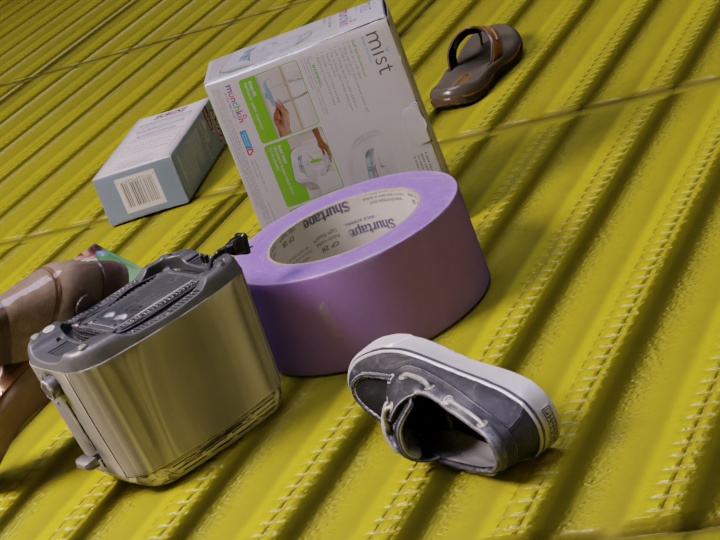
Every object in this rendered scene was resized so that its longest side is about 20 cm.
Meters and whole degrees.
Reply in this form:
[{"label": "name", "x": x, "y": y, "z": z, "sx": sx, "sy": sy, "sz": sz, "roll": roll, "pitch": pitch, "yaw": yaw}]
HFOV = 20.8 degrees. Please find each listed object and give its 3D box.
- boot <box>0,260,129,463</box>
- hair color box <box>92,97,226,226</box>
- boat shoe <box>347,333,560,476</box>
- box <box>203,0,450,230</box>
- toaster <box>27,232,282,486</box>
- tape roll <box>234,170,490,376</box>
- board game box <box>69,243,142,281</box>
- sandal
[{"label": "boot", "x": -0.249, "y": 0.081, "z": 1.562, "sx": 0.145, "sy": 0.201, "sz": 0.070, "roll": -18, "pitch": 50, "yaw": -34}, {"label": "hair color box", "x": -0.224, "y": -0.125, "z": 2.217, "sx": 0.098, "sy": 0.061, "sz": 0.200, "roll": -16, "pitch": 21, "yaw": 16}, {"label": "boat shoe", "x": 0.045, "y": 0.097, "z": 1.321, "sx": 0.068, "sy": 0.072, "sz": 0.199, "roll": -31, "pitch": 28, "yaw": -30}, {"label": "box", "x": -0.023, "y": -0.117, "z": 1.760, "sx": 0.175, "sy": 0.201, "sz": 0.097, "roll": -21, "pitch": 19, "yaw": 5}, {"label": "toaster", "x": -0.145, "y": 0.072, "z": 1.491, "sx": 0.199, "sy": 0.130, "sz": 0.113, "roll": -34, "pitch": 23, "yaw": -30}, {"label": "tape roll", "x": 0.000, "y": 0.000, "z": 1.599, "sx": 0.198, "sy": 0.086, "sz": 0.200, "roll": -19, "pitch": 18, "yaw": 7}, {"label": "board game box", "x": -0.214, "y": 0.050, "z": 1.685, "sx": 0.199, "sy": 0.029, "sz": 0.134, "roll": 25, "pitch": 47, "yaw": 39}, {"label": "sandal", "x": 0.121, "y": -0.236, "z": 2.148, "sx": 0.081, "sy": 0.055, "sz": 0.200, "roll": -10, "pitch": 22, "yaw": 30}]
